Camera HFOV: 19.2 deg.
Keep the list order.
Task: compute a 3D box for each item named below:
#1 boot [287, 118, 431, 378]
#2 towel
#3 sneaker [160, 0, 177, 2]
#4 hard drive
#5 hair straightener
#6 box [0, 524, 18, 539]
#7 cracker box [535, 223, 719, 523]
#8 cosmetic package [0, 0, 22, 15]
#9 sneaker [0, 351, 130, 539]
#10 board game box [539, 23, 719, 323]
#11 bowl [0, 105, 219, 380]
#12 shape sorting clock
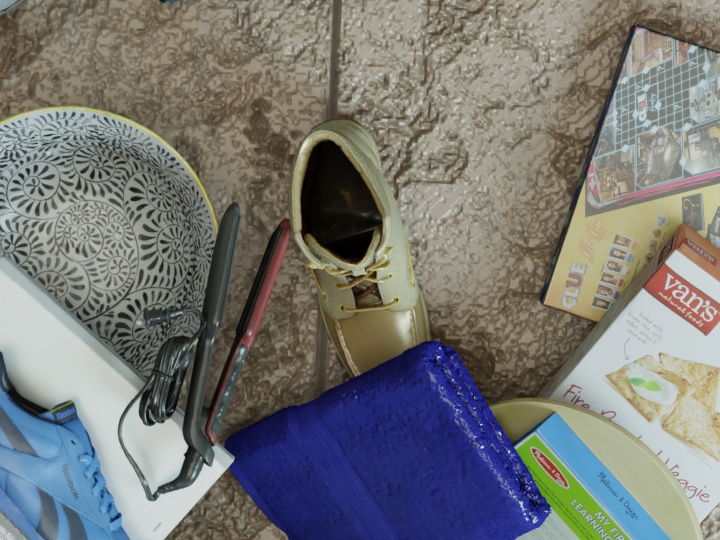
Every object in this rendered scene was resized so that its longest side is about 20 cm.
[{"bbox_3d":[0.000,0.000,1.393,0.073,0.155,0.200,-11,95,3],"label":"boot"},{"bbox_3d":[0.018,0.136,1.418,0.200,0.050,0.148,-28,99,38],"label":"towel"},{"bbox_3d":[-0.062,-0.247,1.414,0.200,0.078,0.090,-44,96,5],"label":"sneaker"},{"bbox_3d":[-0.200,0.105,1.378,0.200,0.026,0.132,42,91,-3],"label":"hard drive"},{"bbox_3d":[-0.110,0.050,1.357,0.077,0.041,0.200,20,86,-11],"label":"hair straightener"},{"bbox_3d":[-0.269,0.156,1.444,0.112,0.101,0.200,-43,92,4],"label":"box"},{"bbox_3d":[0.205,0.087,1.414,0.134,0.058,0.200,36,114,-1],"label":"cracker box"},{"bbox_3d":[-0.250,-0.281,1.366,0.165,0.165,0.200,-32,94,10],"label":"cosmetic package"},{"bbox_3d":[-0.185,0.135,1.334,0.078,0.066,0.200,-44,93,-3],"label":"sneaker"},{"bbox_3d":[0.216,-0.052,1.442,0.135,0.035,0.200,19,96,0],"label":"board game box"},{"bbox_3d":[-0.189,-0.012,1.430,0.201,0.094,0.201,0,95,1],"label":"bowl"},{"bbox_3d":[0.136,0.173,1.415,0.200,0.039,0.200,18,126,26],"label":"shape sorting clock"}]
